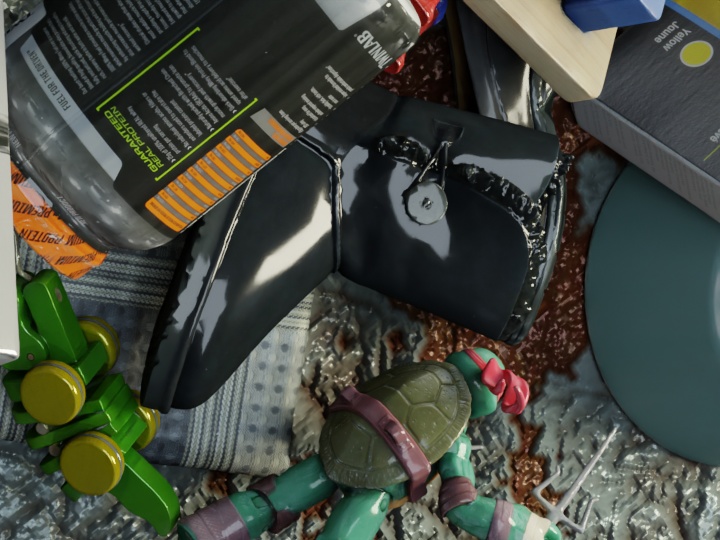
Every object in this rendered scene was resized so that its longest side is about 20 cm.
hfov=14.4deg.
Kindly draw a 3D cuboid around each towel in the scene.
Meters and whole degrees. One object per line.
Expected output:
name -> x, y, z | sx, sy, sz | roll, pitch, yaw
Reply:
towel -> -0.109, -0.007, 1.407 | 0.191, 0.035, 0.201 | 10, 93, -20

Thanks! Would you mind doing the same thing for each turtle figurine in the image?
turtle figurine -> 0.015, 0.098, 1.380 | 0.200, 0.150, 0.101 | -35, 123, -17

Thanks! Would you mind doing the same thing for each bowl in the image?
bowl -> 0.230, 0.010, 1.508 | 0.200, 0.105, 0.202 | -2, 94, -23

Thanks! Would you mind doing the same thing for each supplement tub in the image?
supplement tub -> -0.082, -0.094, 1.289 | 0.200, 0.123, 0.123 | -38, 108, 5

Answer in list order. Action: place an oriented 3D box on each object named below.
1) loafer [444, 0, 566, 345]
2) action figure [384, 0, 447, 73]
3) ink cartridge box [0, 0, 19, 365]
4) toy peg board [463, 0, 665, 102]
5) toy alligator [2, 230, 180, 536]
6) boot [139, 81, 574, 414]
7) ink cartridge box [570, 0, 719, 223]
loafer -> 0.065, -0.063, 1.456 | 0.072, 0.073, 0.201 | 4, 84, -13
action figure -> 0.037, -0.193, 1.417 | 0.099, 0.065, 0.200 | 40, 48, 2
ink cartridge box -> -0.227, -0.046, 1.248 | 0.084, 0.146, 0.201 | 10, 69, -43
toy peg board -> 0.107, -0.221, 1.363 | 0.200, 0.097, 0.200 | 39, 56, -40
toy alligator -> -0.151, 0.044, 1.353 | 0.054, 0.059, 0.201 | -20, 107, 25
boot -> 0.000, 0.000, 1.369 | 0.167, 0.076, 0.201 | 23, 78, -6
ink cartridge box -> 0.242, -0.101, 1.461 | 0.197, 0.200, 0.047 | -41, 140, -15
